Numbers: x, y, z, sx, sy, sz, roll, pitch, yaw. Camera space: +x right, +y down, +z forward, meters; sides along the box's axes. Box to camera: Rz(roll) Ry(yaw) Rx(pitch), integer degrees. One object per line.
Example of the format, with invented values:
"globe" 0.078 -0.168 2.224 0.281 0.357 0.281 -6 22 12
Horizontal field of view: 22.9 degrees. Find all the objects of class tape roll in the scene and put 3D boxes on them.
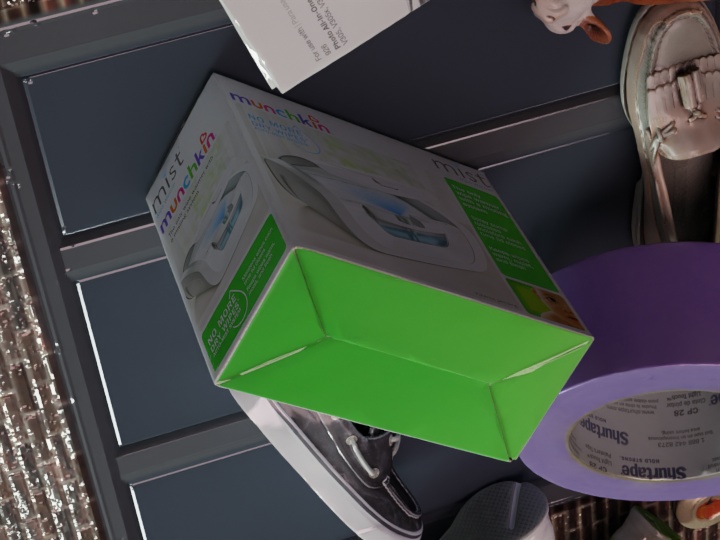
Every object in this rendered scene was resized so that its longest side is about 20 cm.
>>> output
"tape roll" 0.195 0.068 1.122 0.197 0.086 0.201 0 150 0

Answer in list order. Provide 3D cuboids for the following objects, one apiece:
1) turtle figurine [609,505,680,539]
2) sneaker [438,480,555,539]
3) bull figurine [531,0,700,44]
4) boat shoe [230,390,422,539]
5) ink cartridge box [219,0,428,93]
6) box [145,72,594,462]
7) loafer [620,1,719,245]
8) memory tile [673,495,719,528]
"turtle figurine" 0.185 0.288 1.299 0.194 0.200 0.144 -51 160 14
"sneaker" 0.052 0.228 1.248 0.199 0.071 0.081 -26 132 -2
"bull figurine" 0.186 -0.185 0.990 0.198 0.066 0.122 -12 160 -22
"boat shoe" -0.005 0.107 1.142 0.067 0.072 0.200 -35 122 9
"ink cartridge box" 0.007 -0.199 0.868 0.199 0.146 0.084 -32 130 4
"box" 0.000 0.000 0.992 0.198 0.177 0.097 18 118 -30
"loafer" 0.203 -0.073 1.089 0.071 0.063 0.202 -15 129 -9
"memory tile" 0.314 0.108 1.295 0.198 0.017 0.154 -21 129 -5
